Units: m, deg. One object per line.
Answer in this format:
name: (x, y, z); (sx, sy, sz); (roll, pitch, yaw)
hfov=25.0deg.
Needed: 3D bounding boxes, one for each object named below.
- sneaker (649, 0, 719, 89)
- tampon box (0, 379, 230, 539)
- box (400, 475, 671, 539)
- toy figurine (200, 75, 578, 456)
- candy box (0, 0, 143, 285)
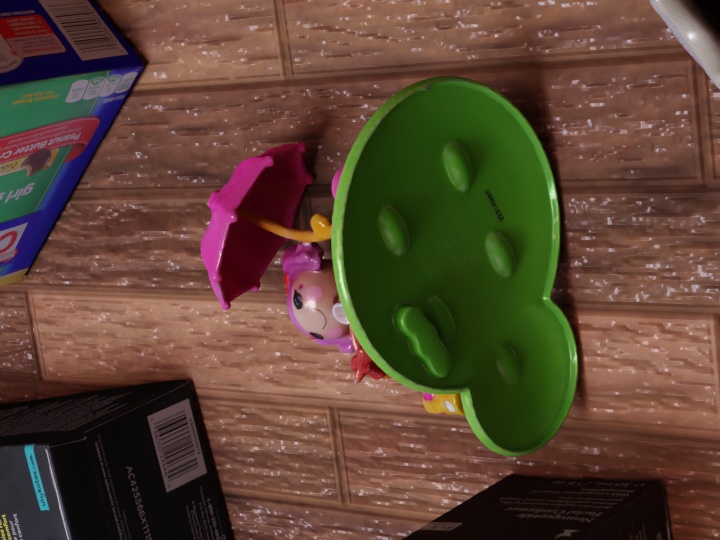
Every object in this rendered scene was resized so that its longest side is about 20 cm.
sneaker: (0.194, -0.089, 0.669); (0.199, 0.088, 0.082); (34, 122, 33)
tampon box: (-0.199, 0.165, 1.031); (0.198, 0.126, 0.152); (-9, 98, 39)
box: (0.063, 0.163, 0.784); (0.099, 0.199, 0.076); (-3, 102, 37)
toy figurine: (0.000, 0.000, 0.855); (0.183, 0.150, 0.201); (3, 131, 50)
candy box: (-0.247, -0.066, 0.970); (0.077, 0.168, 0.200); (52, 128, 17)
